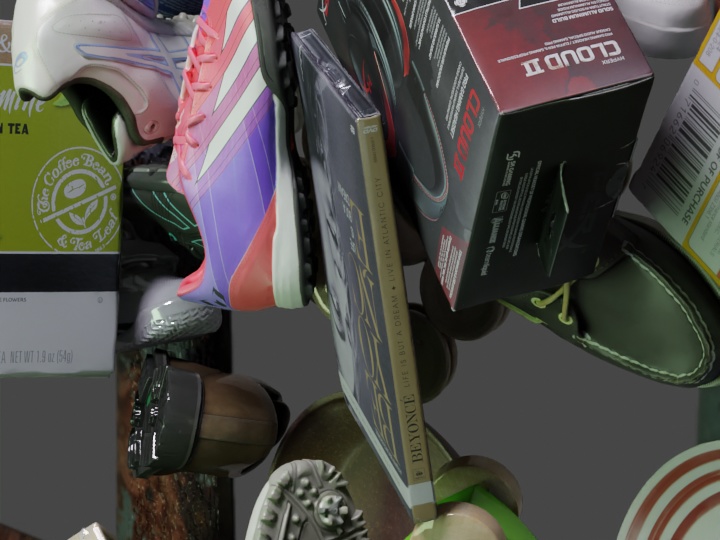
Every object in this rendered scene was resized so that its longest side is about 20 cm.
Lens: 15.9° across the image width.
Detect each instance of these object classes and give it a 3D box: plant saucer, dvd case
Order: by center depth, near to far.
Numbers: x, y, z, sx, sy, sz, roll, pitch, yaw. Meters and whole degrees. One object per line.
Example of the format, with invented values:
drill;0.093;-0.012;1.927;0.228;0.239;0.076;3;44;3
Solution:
dvd case;0.000;0.000;1.223;0.149;0.016;0.201;-124;23;-66
plant saucer;0.019;0.162;1.370;0.200;0.036;0.202;11;104;50

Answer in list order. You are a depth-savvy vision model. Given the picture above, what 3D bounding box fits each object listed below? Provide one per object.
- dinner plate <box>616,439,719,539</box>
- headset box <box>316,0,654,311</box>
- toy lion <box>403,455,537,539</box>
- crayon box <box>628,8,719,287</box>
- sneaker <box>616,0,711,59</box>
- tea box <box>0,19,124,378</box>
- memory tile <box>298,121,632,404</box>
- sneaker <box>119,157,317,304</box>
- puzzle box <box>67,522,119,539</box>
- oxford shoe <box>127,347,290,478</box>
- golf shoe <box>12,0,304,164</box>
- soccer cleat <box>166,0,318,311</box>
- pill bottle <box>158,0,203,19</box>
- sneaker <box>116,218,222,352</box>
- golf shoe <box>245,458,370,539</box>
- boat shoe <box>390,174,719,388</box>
dinner plate;0.187;0.175;1.171;0.200;0.024;0.202;11;104;49
headset box;0.053;-0.092;1.127;0.149;0.075;0.201;101;150;-57
toy lion;0.026;0.214;1.278;0.199;0.069;0.192;-27;105;21
crayon box;0.211;-0.022;1.084;0.200;0.051;0.126;51;133;34
sneaker;0.105;-0.194;1.170;0.200;0.073;0.116;52;136;34
tea box;-0.247;-0.042;1.423;0.133;0.199;0.198;7;97;54
memory tile;0.037;-0.044;1.283;0.154;0.017;0.200;50;124;14
sneaker;-0.073;-0.023;1.424;0.199;0.075;0.080;6;103;51
puzzle box;-0.097;0.247;1.472;0.025;0.133;0.201;-32;64;2
oxford shoe;-0.086;0.087;1.448;0.200;0.084;0.073;-162;82;-78
golf shoe;-0.108;-0.094;1.335;0.078;0.199;0.098;-2;68;43
soccer cleat;-0.066;-0.076;1.282;0.068;0.073;0.202;-79;-16;-73
pill bottle;-0.074;-0.195;1.365;0.199;0.110;0.112;-7;91;52
sneaker;-0.154;-0.014;1.526;0.199;0.075;0.116;2;100;55
golf shoe;-0.048;0.193;1.376;0.097;0.078;0.202;19;110;55
boat shoe;0.089;-0.006;1.205;0.201;0.060;0.072;37;119;25
